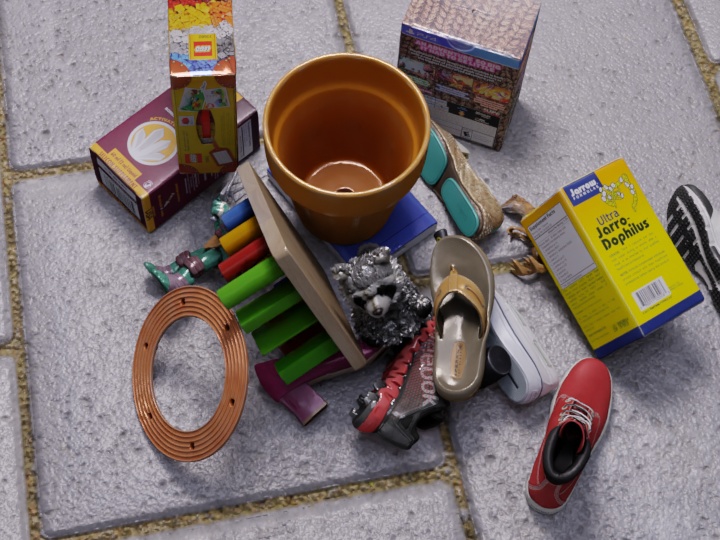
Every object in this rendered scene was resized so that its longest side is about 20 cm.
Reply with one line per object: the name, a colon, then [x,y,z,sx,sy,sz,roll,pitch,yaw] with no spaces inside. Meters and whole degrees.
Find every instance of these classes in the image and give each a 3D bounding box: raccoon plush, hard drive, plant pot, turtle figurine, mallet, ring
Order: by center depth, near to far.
ring: [-0.195,0.119,1.446,0.019,0.200,0.202,7,49,-50]
raccoon plush: [0.000,0.000,1.463,0.096,0.135,0.200,-36,38,-5]
mallet: [0.121,0.050,1.517,0.041,0.066,0.202,-2,60,-39]
plant pot: [-0.018,-0.131,1.536,0.197,0.184,0.203,1,63,-1]
turtle figurine: [-0.171,-0.045,1.550,0.199,0.150,0.101,-39,93,-11]
hard drive: [-0.012,-0.094,1.635,0.131,0.025,0.200,-34,68,-18]

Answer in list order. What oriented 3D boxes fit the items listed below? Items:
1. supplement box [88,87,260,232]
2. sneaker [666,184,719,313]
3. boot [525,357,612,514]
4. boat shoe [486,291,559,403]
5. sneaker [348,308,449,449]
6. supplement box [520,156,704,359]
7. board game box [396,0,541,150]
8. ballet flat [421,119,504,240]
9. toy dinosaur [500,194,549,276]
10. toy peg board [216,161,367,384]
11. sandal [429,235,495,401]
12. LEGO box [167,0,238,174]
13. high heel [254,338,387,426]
supplement box: [-0.238,-0.162,1.628,0.110,0.086,0.200,41,67,19]
sneaker: [0.464,-0.025,1.603,0.079,0.074,0.202,-15,67,-26]
boot: [0.252,0.169,1.439,0.072,0.145,0.201,21,62,10]
boat shoe: [0.171,0.076,1.538,0.066,0.074,0.201,-8,60,-38]
sneaker: [0.070,0.133,1.494,0.098,0.071,0.201,37,53,-4]
supplement box: [0.305,-0.014,1.522,0.109,0.109,0.202,-26,83,-26]
board game box: [0.135,-0.273,1.639,0.158,0.201,0.098,19,62,7]
ballet flat: [0.126,-0.125,1.646,0.065,0.071,0.202,-9,62,-37]
toy dinosaur: [0.250,-0.028,1.592,0.106,0.061,0.200,-40,70,-22]
toy peg board: [-0.102,0.014,1.457,0.097,0.201,0.200,-31,38,3]
sandal: [0.113,0.050,1.456,0.079,0.054,0.203,-3,68,18]
LEGO box: [-0.189,-0.234,1.506,0.076,0.201,0.151,-3,62,-6]
high heel: [-0.031,0.088,1.510,0.200,0.068,0.096,-42,81,-18]
